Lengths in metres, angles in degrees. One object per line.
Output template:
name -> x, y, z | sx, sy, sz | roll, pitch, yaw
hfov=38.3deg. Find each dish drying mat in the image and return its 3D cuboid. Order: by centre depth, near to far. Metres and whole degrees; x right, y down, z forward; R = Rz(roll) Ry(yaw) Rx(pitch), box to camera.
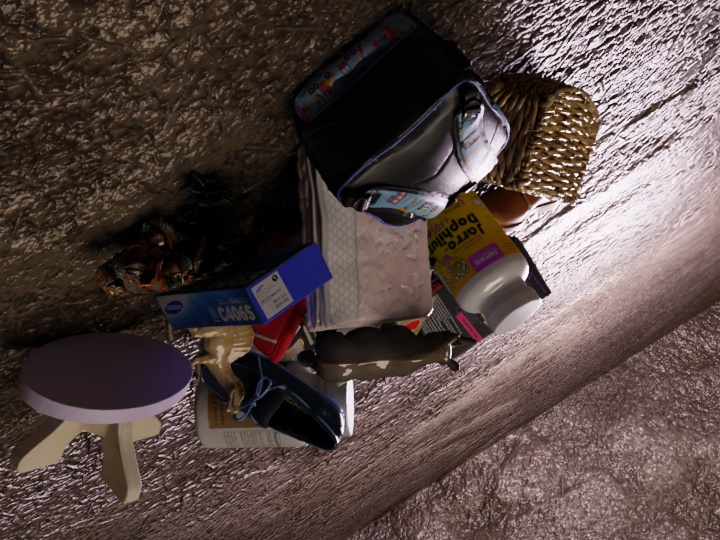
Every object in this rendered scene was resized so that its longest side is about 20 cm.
dish drying mat -> -0.097, 0.037, 1.181 | 0.018, 0.077, 0.200 | -32, 164, -31

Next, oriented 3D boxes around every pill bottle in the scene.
pill bottle -> 0.146, -0.018, 1.337 | 0.104, 0.200, 0.104 | -30, 158, -13
pill bottle -> -0.112, 0.178, 1.382 | 0.200, 0.115, 0.114 | -2, 158, 5

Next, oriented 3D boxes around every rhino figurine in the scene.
rhino figurine -> 0.035, 0.089, 1.148 | 0.200, 0.060, 0.087 | -3, -171, -13

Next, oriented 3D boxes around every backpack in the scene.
backpack -> 0.050, -0.136, 1.034 | 0.183, 0.135, 0.200 | -40, 157, 12

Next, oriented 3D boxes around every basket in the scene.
basket -> 0.187, -0.171, 1.265 | 0.200, 0.149, 0.143 | 5, 103, -58

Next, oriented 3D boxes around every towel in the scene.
towel -> 0.010, -0.040, 1.132 | 0.032, 0.200, 0.191 | -1, -176, 42

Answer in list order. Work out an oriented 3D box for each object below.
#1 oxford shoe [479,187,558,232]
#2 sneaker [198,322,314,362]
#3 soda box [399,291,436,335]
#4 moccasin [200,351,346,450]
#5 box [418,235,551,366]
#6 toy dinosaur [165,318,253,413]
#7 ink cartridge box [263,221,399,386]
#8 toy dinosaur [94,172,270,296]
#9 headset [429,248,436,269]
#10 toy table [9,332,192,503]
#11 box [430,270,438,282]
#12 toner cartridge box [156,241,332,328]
oxford shoe -> 0.222, -0.110, 1.453 | 0.200, 0.071, 0.071 | -28, 150, -43
sneaker -> -0.109, 0.076, 1.343 | 0.200, 0.074, 0.080 | -15, 150, -42
soda box -> 0.040, 0.072, 1.459 | 0.064, 0.068, 0.200 | -25, 157, -24
moccasin -> -0.105, 0.157, 1.273 | 0.068, 0.200, 0.081 | -87, -159, -64
box -> 0.166, 0.041, 1.570 | 0.200, 0.106, 0.122 | -33, -172, -5
toy dinosaur -> -0.176, 0.068, 1.219 | 0.101, 0.200, 0.058 | -3, -165, -9
ink cartridge box -> -0.020, 0.033, 1.203 | 0.104, 0.200, 0.059 | -28, -168, -9
toy dinosaur -> -0.170, -0.027, 1.045 | 0.136, 0.102, 0.200 | -34, -170, 39
headset -> 0.000, 0.000, 1.283 | 0.200, 0.124, 0.094 | -7, -172, -23
toy table -> -0.286, 0.151, 1.130 | 0.200, 0.184, 0.117 | 2, 124, -39
box -> 0.058, 0.010, 1.495 | 0.200, 0.035, 0.110 | -33, 159, -4
toner cartridge box -> -0.124, 0.018, 1.072 | 0.095, 0.043, 0.200 | -34, -164, -33
